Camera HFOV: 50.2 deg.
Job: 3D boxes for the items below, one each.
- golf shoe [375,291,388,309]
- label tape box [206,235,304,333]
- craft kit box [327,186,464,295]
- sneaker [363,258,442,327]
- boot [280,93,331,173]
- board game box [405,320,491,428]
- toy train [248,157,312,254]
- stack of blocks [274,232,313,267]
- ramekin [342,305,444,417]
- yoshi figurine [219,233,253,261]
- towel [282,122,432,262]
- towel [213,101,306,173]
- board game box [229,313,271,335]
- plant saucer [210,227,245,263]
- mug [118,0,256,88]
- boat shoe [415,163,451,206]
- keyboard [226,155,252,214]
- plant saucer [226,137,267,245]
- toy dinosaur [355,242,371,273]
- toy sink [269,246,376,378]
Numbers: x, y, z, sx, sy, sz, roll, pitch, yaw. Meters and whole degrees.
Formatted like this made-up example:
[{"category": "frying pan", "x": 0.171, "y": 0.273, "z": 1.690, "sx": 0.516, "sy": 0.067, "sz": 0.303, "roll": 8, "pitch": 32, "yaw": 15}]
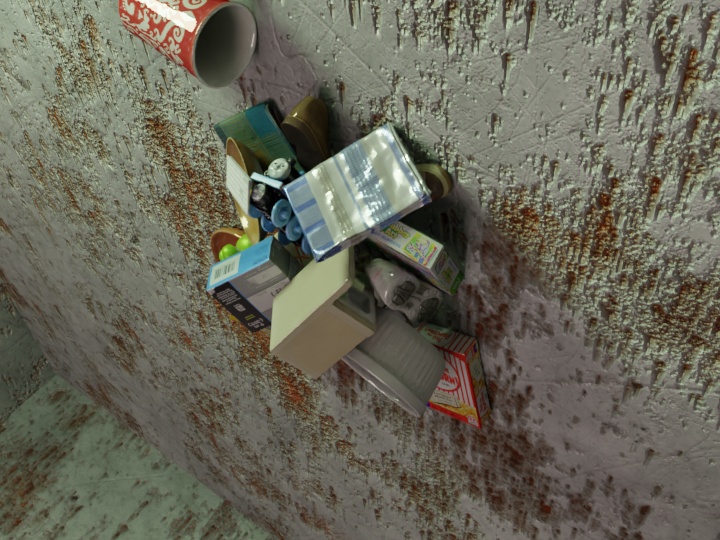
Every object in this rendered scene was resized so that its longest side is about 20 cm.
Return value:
[{"category": "golf shoe", "x": 0.013, "y": 0.064, "z": 1.428, "sx": 0.077, "sy": 0.094, "sz": 0.201, "roll": 39, "pitch": 146, "yaw": 10}, {"category": "label tape box", "x": -0.156, "y": 0.047, "z": 1.372, "sx": 0.142, "sy": 0.067, "sz": 0.200, "roll": -24, "pitch": 128, "yaw": 22}, {"category": "craft kit box", "x": 0.059, "y": -0.043, "z": 1.213, "sx": 0.198, "sy": 0.049, "sz": 0.198, "roll": 31, "pitch": 175, "yaw": 22}, {"category": "sneaker", "x": 0.070, "y": 0.027, "z": 1.284, "sx": 0.099, "sy": 0.078, "sz": 0.200, "roll": 44, "pitch": -179, "yaw": 33}, {"category": "boot", "x": -0.066, "y": -0.205, "z": 1.247, "sx": 0.073, "sy": 0.076, "sz": 0.201, "roll": 23, "pitch": 161, "yaw": 20}, {"category": "board game box", "x": 0.160, "y": 0.192, "z": 1.449, "sx": 0.150, "sy": 0.046, "sz": 0.202, "roll": 17, "pitch": 138, "yaw": 37}, {"category": "toy train", "x": -0.115, "y": -0.111, "z": 1.305, "sx": 0.086, "sy": 0.116, "sz": 0.200, "roll": 19, "pitch": 166, "yaw": 32}, {"category": "stack of blocks", "x": -0.101, "y": -0.023, "z": 1.491, "sx": 0.198, "sy": 0.059, "sz": 0.116, "roll": 13, "pitch": 136, "yaw": 41}, {"category": "ramekin", "x": 0.055, "y": 0.151, "z": 1.333, "sx": 0.199, "sy": 0.106, "sz": 0.200, "roll": 37, "pitch": 170, "yaw": 7}, {"category": "yoshi figurine", "x": -0.173, "y": -0.001, "z": 1.476, "sx": 0.199, "sy": 0.112, "sz": 0.113, "roll": 37, "pitch": 110, "yaw": -13}, {"category": "towel", "x": -0.008, "y": -0.116, "z": 1.134, "sx": 0.149, "sy": 0.198, "sz": 0.024, "roll": 64, "pitch": -172, "yaw": 22}, {"category": "towel", "x": -0.179, "y": -0.222, "z": 1.391, "sx": 0.198, "sy": 0.022, "sz": 0.148, "roll": -3, "pitch": 123, "yaw": 53}, {"category": "board game box", "x": -0.175, "y": 0.080, "z": 1.641, "sx": 0.197, "sy": 0.057, "sz": 0.166, "roll": 22, "pitch": 147, "yaw": -1}, {"category": "plant saucer", "x": -0.245, "y": -0.015, "z": 1.686, "sx": 0.198, "sy": 0.037, "sz": 0.202, "roll": 29, "pitch": 145, "yaw": 22}, {"category": "mug", "x": -0.268, "y": -0.409, "z": 1.215, "sx": 0.198, "sy": 0.179, "sz": 0.133, "roll": 32, "pitch": -177, "yaw": 26}, {"category": "boat shoe", "x": 0.048, "y": -0.121, "z": 1.195, "sx": 0.198, "sy": 0.072, "sz": 0.073, "roll": 6, "pitch": 132, "yaw": 45}, {"category": "keyboard", "x": -0.208, "y": -0.147, "z": 1.301, "sx": 0.200, "sy": 0.010, "sz": 0.057, "roll": -134, "pitch": 51, "yaw": -63}, {"category": "plant saucer", "x": -0.198, "y": -0.143, "z": 1.390, "sx": 0.200, "sy": 0.035, "sz": 0.204, "roll": 164, "pitch": 91, "yaw": -73}, {"category": "toy dinosaur", "x": 0.000, "y": 0.000, "z": 1.360, "sx": 0.197, "sy": 0.058, "sz": 0.103, "roll": 18, "pitch": 127, "yaw": 19}, {"category": "toy sink", "x": -0.044, "y": 0.057, "z": 1.255, "sx": 0.111, "sy": 0.132, "sz": 0.200, "roll": 33, "pitch": 120, "yaw": -27}]
